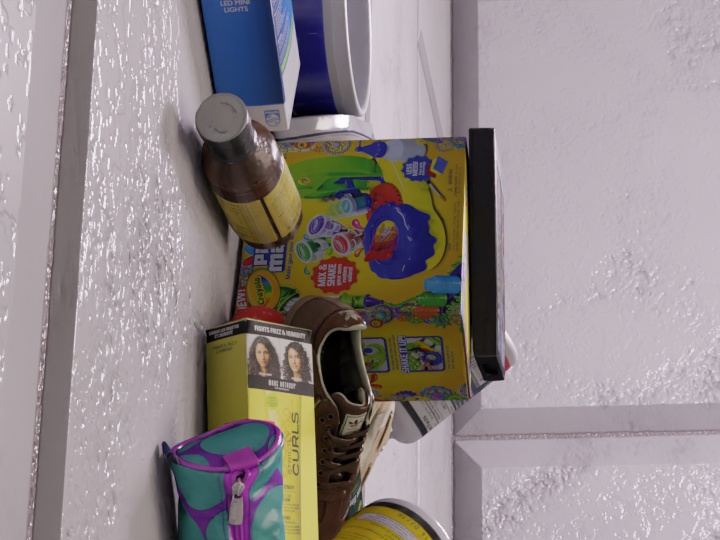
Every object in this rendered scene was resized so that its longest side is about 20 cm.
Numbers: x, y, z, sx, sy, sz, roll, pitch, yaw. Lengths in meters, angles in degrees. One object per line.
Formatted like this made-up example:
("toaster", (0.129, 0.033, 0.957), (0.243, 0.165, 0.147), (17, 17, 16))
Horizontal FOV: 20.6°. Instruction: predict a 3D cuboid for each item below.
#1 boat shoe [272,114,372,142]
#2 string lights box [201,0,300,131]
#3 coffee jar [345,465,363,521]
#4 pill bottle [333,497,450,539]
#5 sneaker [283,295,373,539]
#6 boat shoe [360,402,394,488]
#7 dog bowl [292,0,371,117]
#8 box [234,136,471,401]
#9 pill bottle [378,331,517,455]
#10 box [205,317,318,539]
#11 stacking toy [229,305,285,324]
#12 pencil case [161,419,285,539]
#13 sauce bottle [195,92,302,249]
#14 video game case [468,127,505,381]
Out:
("boat shoe", (-0.033, -0.111, 1.908), (0.200, 0.070, 0.071), (2, 84, -76))
("string lights box", (-0.090, -0.222, 1.578), (0.103, 0.058, 0.201), (-83, 169, -53))
("coffee jar", (-0.037, 0.246, 1.775), (0.104, 0.084, 0.202), (-71, 158, -69))
("pill bottle", (-0.013, 0.278, 1.633), (0.200, 0.110, 0.112), (-32, 124, -49))
("sneaker", (-0.028, 0.123, 1.557), (0.075, 0.070, 0.202), (11, -74, 56))
("boat shoe", (-0.003, 0.143, 1.889), (0.065, 0.072, 0.201), (58, 45, -47))
("dog bowl", (-0.039, -0.249, 1.922), (0.200, 0.078, 0.202), (-2, 90, -82))
("box", (0.000, 0.000, 1.713), (0.123, 0.191, 0.201), (81, 10, -49))
("pill bottle", (0.050, 0.104, 2.012), (0.120, 0.199, 0.120), (52, -5, 7))
("box", (-0.074, 0.142, 1.496), (0.075, 0.050, 0.202), (13, 69, -44))
("stacking toy", (-0.072, 0.124, 1.617), (0.086, 0.085, 0.202), (-75, 155, -66))
("pencil case", (-0.088, 0.210, 1.382), (0.092, 0.084, 0.202), (-126, -149, -74))
("sauce bottle", (-0.088, -0.079, 1.537), (0.200, 0.064, 0.065), (74, 16, -68))
("video game case", (0.115, -0.011, 1.782), (0.181, 0.025, 0.202), (58, 31, -79))
